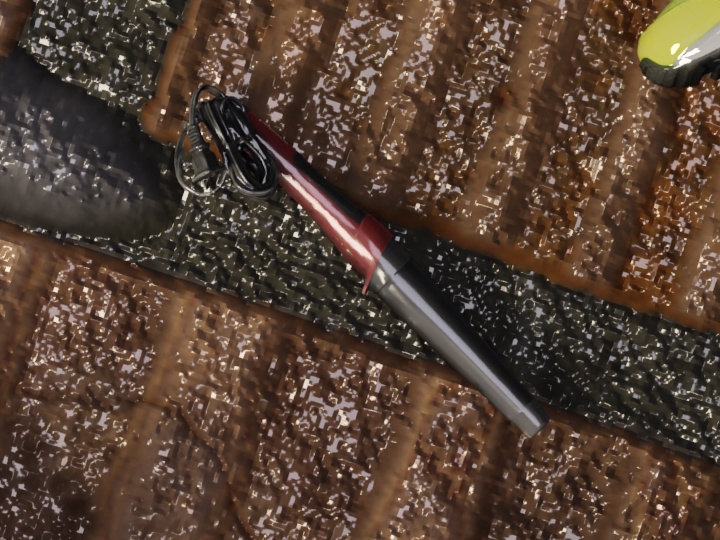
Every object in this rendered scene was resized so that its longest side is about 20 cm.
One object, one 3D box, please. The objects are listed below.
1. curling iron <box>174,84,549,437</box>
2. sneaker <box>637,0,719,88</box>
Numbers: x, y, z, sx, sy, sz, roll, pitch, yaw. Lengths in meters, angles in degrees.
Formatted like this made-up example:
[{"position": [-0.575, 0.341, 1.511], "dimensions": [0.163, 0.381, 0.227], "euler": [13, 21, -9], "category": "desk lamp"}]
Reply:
[{"position": [0.000, 0.000, 1.213], "dimensions": [0.200, 0.026, 0.050], "euler": [42, 52, -7], "category": "curling iron"}, {"position": [0.171, -0.161, 1.202], "dimensions": [0.090, 0.078, 0.200], "euler": [40, 84, 4], "category": "sneaker"}]
